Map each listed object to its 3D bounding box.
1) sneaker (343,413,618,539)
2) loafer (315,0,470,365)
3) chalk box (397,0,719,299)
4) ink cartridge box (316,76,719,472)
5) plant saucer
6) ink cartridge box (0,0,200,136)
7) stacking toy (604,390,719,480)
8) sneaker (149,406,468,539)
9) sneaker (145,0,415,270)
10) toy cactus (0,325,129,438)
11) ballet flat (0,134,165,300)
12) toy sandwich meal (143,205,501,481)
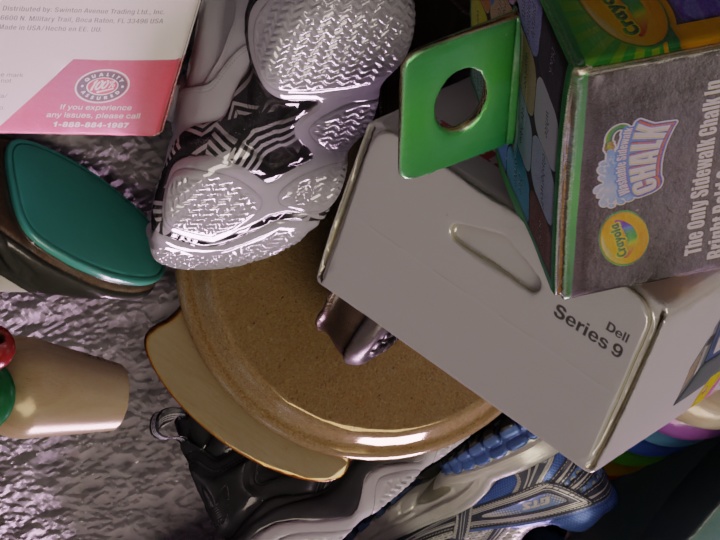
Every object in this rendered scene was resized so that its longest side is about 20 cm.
[{"bbox_3d":[0.057,0.132,1.463,0.077,0.085,0.200,-42,-178,-37],"label":"sneaker"},{"bbox_3d":[0.015,-0.058,1.263,0.071,0.200,0.073,18,176,8],"label":"loafer"},{"bbox_3d":[0.107,-0.081,1.053,0.200,0.124,0.124,-10,139,-10],"label":"chalk box"},{"bbox_3d":[0.102,-0.019,1.178,0.200,0.145,0.088,-26,143,-51],"label":"ink cartridge box"},{"bbox_3d":[0.167,0.111,1.440,0.036,0.200,0.200,40,116,-8],"label":"plant saucer"},{"bbox_3d":[-0.132,-0.152,1.139,0.146,0.083,0.200,1,134,-22],"label":"ink cartridge box"},{"bbox_3d":[0.130,0.067,1.448,0.085,0.085,0.200,2,158,-23],"label":"stacking toy"},{"bbox_3d":[-0.011,0.056,1.407,0.200,0.114,0.075,-37,-178,-32],"label":"sneaker"},{"bbox_3d":[-0.042,-0.093,1.219,0.075,0.115,0.200,5,141,-26],"label":"sneaker"},{"bbox_3d":[-0.183,0.039,1.269,0.165,0.102,0.200,7,172,-28],"label":"toy cactus"},{"bbox_3d":[-0.172,-0.031,1.265,0.068,0.068,0.200,-27,143,28],"label":"ballet flat"},{"bbox_3d":[0.000,0.000,1.326,0.205,0.070,0.205,0,90,-13],"label":"toy sandwich meal"}]
